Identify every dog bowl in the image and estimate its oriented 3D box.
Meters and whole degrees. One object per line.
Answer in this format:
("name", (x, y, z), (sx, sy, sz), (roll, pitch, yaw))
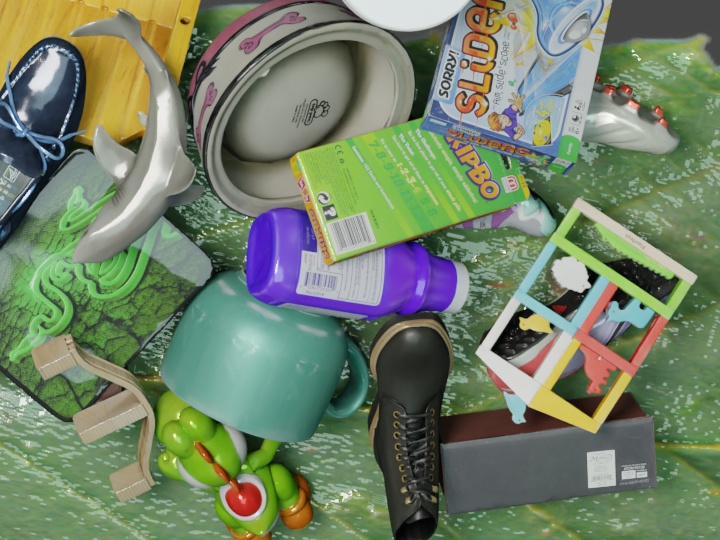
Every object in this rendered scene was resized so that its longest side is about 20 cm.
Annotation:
("dog bowl", (-0.056, -0.142, 1.393), (0.199, 0.074, 0.201), (-22, 140, -20))

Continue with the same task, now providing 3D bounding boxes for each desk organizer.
("desk organizer", (0.171, 0.169, 1.559), (0.199, 0.077, 0.072), (-7, 106, -3))

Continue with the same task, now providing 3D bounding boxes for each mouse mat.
("mouse mat", (-0.244, 0.015, 1.419), (0.161, 0.008, 0.200), (42, 98, -13))

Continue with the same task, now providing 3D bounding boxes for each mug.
("mug", (-0.081, 0.066, 1.486), (0.152, 0.185, 0.115), (28, 102, 21))

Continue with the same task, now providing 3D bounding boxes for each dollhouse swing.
("dollhouse swing", (-0.232, -0.229, 1.360), (0.199, 0.176, 0.183), (15, 66, -9))

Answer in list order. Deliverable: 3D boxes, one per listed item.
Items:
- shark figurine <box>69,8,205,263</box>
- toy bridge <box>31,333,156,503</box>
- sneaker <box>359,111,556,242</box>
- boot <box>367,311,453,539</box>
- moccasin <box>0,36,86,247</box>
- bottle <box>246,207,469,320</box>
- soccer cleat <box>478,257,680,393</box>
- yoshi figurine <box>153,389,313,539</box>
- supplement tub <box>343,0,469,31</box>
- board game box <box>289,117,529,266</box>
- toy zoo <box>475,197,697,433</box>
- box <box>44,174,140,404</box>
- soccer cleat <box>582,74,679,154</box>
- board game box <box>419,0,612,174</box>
("shark figurine", (-0.162, -0.108, 1.342), (0.128, 0.089, 0.216), (-6, 110, -33))
("toy bridge", (-0.215, 0.126, 1.440), (0.067, 0.027, 0.201), (-26, 134, -4))
("sneaker", (0.066, -0.047, 1.501), (0.199, 0.078, 0.140), (30, 102, -2))
("boot", (0.052, 0.145, 1.467), (0.077, 0.139, 0.201), (-5, 140, -4))
("moccasin", (-0.276, -0.092, 1.351), (0.080, 0.068, 0.201), (22, 102, -6))
("bottle", (0.000, 0.000, 1.431), (0.199, 0.065, 0.084), (9, 75, -30))
("soccer cleat", (0.208, 0.053, 1.547), (0.199, 0.068, 0.073), (-27, 129, -1))
("yoshi figurine", (-0.125, 0.168, 1.511), (0.200, 0.111, 0.113), (55, 50, -47))
("supplement tub", (0.031, -0.271, 1.369), (0.131, 0.200, 0.133), (-1, 105, -5))
("board game box", (0.045, -0.077, 1.409), (0.199, 0.030, 0.096), (-18, 85, -23))
("toy zoo", (0.194, 0.053, 1.493), (0.131, 0.020, 0.201), (33, 90, 3))
("box", (-0.233, 0.007, 1.472), (0.074, 0.100, 0.201), (8, 103, -7))
("soccer cleat", (0.189, -0.141, 1.491), (0.199, 0.069, 0.078), (23, 111, -5))
("board game box", (0.139, -0.197, 1.432), (0.135, 0.034, 0.201), (16, 72, -6))
